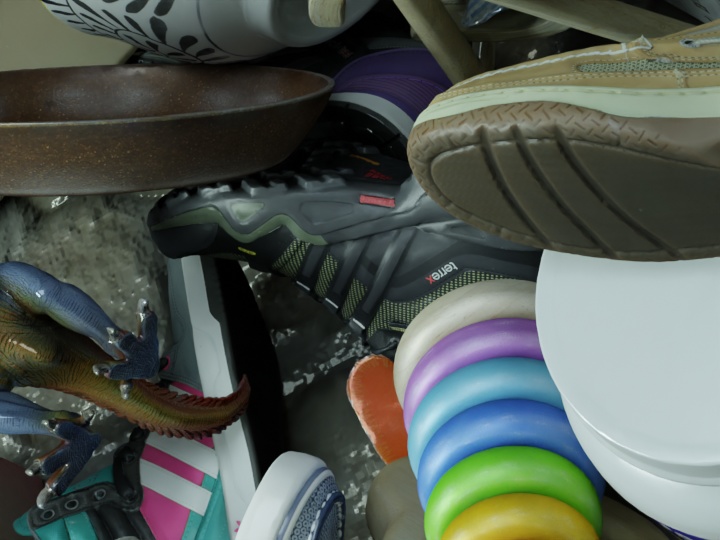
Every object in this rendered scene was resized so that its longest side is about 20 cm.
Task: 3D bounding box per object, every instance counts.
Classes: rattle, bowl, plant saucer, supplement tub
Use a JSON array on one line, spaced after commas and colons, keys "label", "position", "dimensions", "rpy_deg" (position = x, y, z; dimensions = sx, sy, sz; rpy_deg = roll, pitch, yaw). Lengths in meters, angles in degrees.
[{"label": "rattle", "position": [0.051, 0.141, 0.864], "dimensions": [0.130, 0.143, 0.200], "rpy_deg": [-27, 36, -21]}, {"label": "bowl", "position": [-0.036, -0.157, 0.904], "dimensions": [0.094, 0.201, 0.201], "rpy_deg": [42, 92, 24]}, {"label": "plant saucer", "position": [-0.110, -0.058, 0.860], "dimensions": [0.200, 0.200, 0.034], "rpy_deg": [6, 103, 30]}, {"label": "supplement tub", "position": [0.155, 0.037, 0.748], "dimensions": [0.145, 0.200, 0.145], "rpy_deg": [-11, 65, 24]}]

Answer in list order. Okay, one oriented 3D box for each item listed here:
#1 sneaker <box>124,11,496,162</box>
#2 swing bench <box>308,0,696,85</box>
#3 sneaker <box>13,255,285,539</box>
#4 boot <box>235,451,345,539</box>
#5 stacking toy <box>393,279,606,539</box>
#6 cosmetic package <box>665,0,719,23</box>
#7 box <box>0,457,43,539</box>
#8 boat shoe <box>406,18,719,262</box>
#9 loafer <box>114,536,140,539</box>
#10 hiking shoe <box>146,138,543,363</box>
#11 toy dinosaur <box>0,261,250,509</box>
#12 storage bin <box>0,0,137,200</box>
[{"label": "sneaker", "position": [-0.021, -0.082, 0.986], "dimensions": [0.200, 0.076, 0.088], "rpy_deg": [16, 49, 40]}, {"label": "swing bench", "position": [0.052, -0.185, 0.811], "dimensions": [0.130, 0.200, 0.199], "rpy_deg": [-7, 75, 33]}, {"label": "sneaker", "position": [-0.095, 0.086, 0.938], "dimensions": [0.121, 0.084, 0.200], "rpy_deg": [-16, 64, 11]}, {"label": "boot", "position": [-0.010, 0.174, 0.829], "dimensions": [0.090, 0.073, 0.200], "rpy_deg": [16, 108, 18]}, {"label": "stacking toy", "position": [0.057, 0.091, 0.750], "dimensions": [0.085, 0.085, 0.200], "rpy_deg": [-26, 32, 16]}, {"label": "cosmetic package", "position": [0.117, -0.195, 0.943], "dimensions": [0.200, 0.074, 0.102], "rpy_deg": [36, 90, 33]}, {"label": "box", "position": [-0.225, 0.135, 0.910], "dimensions": [0.109, 0.200, 0.128], "rpy_deg": [-25, 60, 16]}, {"label": "boat shoe", "position": [0.115, -0.049, 0.653], "dimensions": [0.200, 0.072, 0.076], "rpy_deg": [3, 56, 21]}, {"label": "loafer", "position": [-0.103, 0.205, 0.870], "dimensions": [0.070, 0.070, 0.200], "rpy_deg": [21, 113, 4]}, {"label": "hiking shoe", "position": [0.000, 0.000, 0.879], "dimensions": [0.200, 0.076, 0.101], "rpy_deg": [0, 109, 29]}, {"label": "toy dinosaur", "position": [-0.175, 0.030, 0.843], "dimensions": [0.181, 0.200, 0.105], "rpy_deg": [21, 79, 30]}, {"label": "storage bin", "position": [-0.203, -0.122, 1.026], "dimensions": [0.200, 0.094, 0.199], "rpy_deg": [-50, 36, -12]}]
